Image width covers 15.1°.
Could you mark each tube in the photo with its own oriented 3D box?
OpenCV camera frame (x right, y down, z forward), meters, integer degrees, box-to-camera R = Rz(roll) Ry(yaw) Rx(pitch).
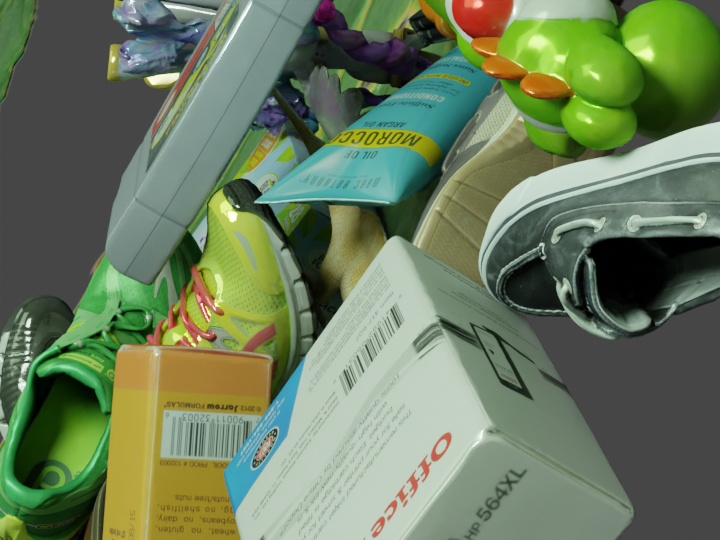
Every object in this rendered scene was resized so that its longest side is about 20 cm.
[{"bbox_3d":[0.031,-0.070,1.373,0.077,0.050,0.200,-4,22,34],"label":"tube"}]

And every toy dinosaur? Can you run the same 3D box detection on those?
[{"bbox_3d":[0.000,0.000,1.390,0.101,0.058,0.200,105,151,-55],"label":"toy dinosaur"}]

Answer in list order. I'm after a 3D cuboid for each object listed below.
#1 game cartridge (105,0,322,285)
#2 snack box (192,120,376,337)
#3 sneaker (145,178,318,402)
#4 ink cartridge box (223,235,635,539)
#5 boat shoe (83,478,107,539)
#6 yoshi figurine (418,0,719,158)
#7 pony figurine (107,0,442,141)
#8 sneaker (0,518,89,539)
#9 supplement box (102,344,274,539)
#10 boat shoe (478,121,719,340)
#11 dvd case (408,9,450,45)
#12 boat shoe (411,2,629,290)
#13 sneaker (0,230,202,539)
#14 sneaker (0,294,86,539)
[{"bbox_3d":[-0.072,-0.093,1.397,0.200,0.041,0.133,-59,14,12],"label":"game cartridge"},{"bbox_3d":[-0.072,0.026,1.587,0.200,0.068,0.169,-52,19,12],"label":"snack box"},{"bbox_3d":[-0.075,0.040,1.401,0.078,0.090,0.200,-118,23,-45],"label":"sneaker"},{"bbox_3d":[0.023,0.096,1.179,0.146,0.084,0.200,-54,23,14],"label":"ink cartridge box"},{"bbox_3d":[-0.123,0.204,1.410,0.068,0.072,0.200,118,166,-56],"label":"boat shoe"},{"bbox_3d":[0.103,-0.108,1.226,0.112,0.112,0.200,-32,33,2],"label":"yoshi figurine"},{"bbox_3d":[-0.041,-0.134,1.536,0.193,0.200,0.167,162,113,-85],"label":"pony figurine"},{"bbox_3d":[-0.216,0.173,1.507,0.108,0.070,0.200,-34,19,54],"label":"sneaker"},{"bbox_3d":[-0.087,0.137,1.323,0.067,0.069,0.200,178,98,-68],"label":"supplement box"},{"bbox_3d":[0.112,-0.004,1.163,0.200,0.072,0.068,-19,40,52],"label":"boat shoe"},{"bbox_3d":[0.120,-0.173,1.408,0.146,0.022,0.200,-38,14,-18],"label":"dvd case"},{"bbox_3d":[0.075,-0.043,1.322,0.200,0.072,0.065,-61,13,-22],"label":"boat shoe"},{"bbox_3d":[-0.135,0.057,1.457,0.084,0.074,0.200,113,-178,-69],"label":"sneaker"},{"bbox_3d":[-0.175,0.115,1.632,0.090,0.066,0.200,1,93,56],"label":"sneaker"}]
